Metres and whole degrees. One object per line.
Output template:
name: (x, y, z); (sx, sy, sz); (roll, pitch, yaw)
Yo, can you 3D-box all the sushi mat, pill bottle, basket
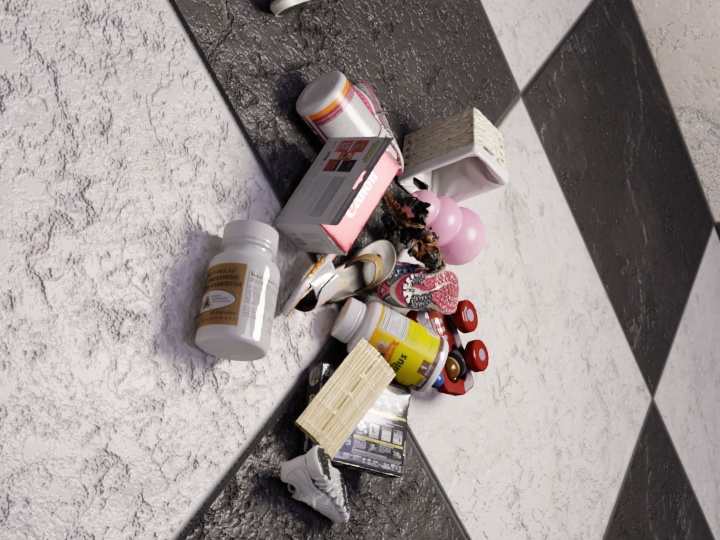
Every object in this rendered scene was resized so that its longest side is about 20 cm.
sushi mat: (-0.022, 0.215, 1.633); (0.096, 0.012, 0.200); (49, 60, -15)
pill bottle: (0.051, 0.129, 1.733); (0.199, 0.109, 0.110); (29, 53, -9)
pill bottle: (-0.185, 0.030, 1.499); (0.114, 0.114, 0.202); (31, 57, -43)
basket: (0.192, -0.229, 1.988); (0.135, 0.199, 0.124); (35, 50, -41)
pill bottle: (-0.023, -0.262, 1.790); (0.200, 0.109, 0.110); (49, 46, -32)

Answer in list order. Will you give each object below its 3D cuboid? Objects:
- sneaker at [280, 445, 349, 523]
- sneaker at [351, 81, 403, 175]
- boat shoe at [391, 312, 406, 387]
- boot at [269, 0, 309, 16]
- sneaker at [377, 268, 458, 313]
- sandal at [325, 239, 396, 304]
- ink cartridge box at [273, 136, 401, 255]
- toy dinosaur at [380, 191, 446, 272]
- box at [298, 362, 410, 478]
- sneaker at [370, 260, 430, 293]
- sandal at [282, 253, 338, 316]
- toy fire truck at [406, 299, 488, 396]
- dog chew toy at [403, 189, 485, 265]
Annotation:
sneaker: (-0.072, 0.361, 1.595); (0.076, 0.080, 0.201); (-103, 171, -45)
sneaker: (0.035, -0.278, 1.893); (0.201, 0.080, 0.075); (63, 38, -18)
boat shoe: (0.076, 0.176, 1.830); (0.072, 0.067, 0.202); (32, 56, -43)
boot: (-0.134, -0.555, 1.764); (0.145, 0.072, 0.200); (62, 32, -19)
sneaker: (0.116, 0.036, 1.795); (0.199, 0.074, 0.082); (10, 82, -48)
sandal: (0.000, 0.000, 1.765); (0.199, 0.054, 0.082); (-24, 89, -39)
ink cartridge box: (-0.026, -0.130, 1.658); (0.084, 0.175, 0.201); (46, 65, -34)
toy dinosaur: (0.094, -0.076, 1.876); (0.102, 0.199, 0.136); (-53, 150, -10)
box: (-0.007, 0.264, 1.680); (0.199, 0.049, 0.163); (19, 68, -32)
sneaker: (0.082, 0.007, 1.871); (0.199, 0.082, 0.071); (3, 77, -48)
sandal: (-0.060, 0.013, 1.671); (0.059, 0.079, 0.207); (39, 52, -2)
toy fire truck: (0.161, 0.155, 1.902); (0.168, 0.111, 0.202); (-25, 99, -55)
dog chew toy: (0.166, -0.096, 1.986); (0.199, 0.124, 0.126); (35, 54, -31)
